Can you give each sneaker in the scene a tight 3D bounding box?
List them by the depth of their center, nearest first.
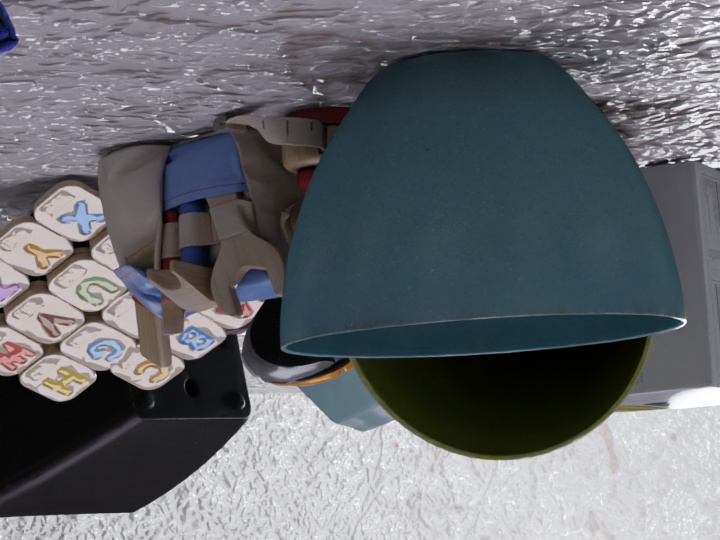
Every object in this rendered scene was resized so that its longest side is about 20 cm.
[{"bbox_3d":[0.000,0.000,1.311,0.200,0.078,0.077,-38,156,1],"label":"sneaker"}]

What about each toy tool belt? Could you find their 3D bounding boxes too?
[{"bbox_3d":[-0.066,-0.014,1.130,0.124,0.124,0.199,3,170,-43],"label":"toy tool belt"}]

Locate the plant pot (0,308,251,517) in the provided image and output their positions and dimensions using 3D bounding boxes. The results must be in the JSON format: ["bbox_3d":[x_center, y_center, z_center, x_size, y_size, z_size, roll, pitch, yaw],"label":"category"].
[{"bbox_3d":[-0.204,0.076,1.587,0.177,0.201,0.199,-23,162,36],"label":"plant pot"}]

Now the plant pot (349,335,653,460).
[{"bbox_3d":[0.101,-0.002,1.204,0.186,0.189,0.200,-6,-172,18],"label":"plant pot"}]

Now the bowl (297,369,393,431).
[{"bbox_3d":[0.029,0.047,1.459,0.200,0.106,0.201,-27,179,-1],"label":"bowl"}]

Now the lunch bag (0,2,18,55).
[{"bbox_3d":[-0.241,-0.079,0.770,0.199,0.095,0.150,-13,179,-37],"label":"lunch bag"}]

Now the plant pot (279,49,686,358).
[{"bbox_3d":[0.056,-0.033,0.984,0.199,0.136,0.200,-3,173,0],"label":"plant pot"}]

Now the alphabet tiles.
[{"bbox_3d":[-0.162,0.016,1.308,0.200,0.015,0.195,-36,137,21],"label":"alphabet tiles"}]

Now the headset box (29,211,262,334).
[{"bbox_3d":[-0.143,0.003,1.418,0.199,0.076,0.149,-1,171,-19],"label":"headset box"}]

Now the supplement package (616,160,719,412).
[{"bbox_3d":[0.203,0.018,1.397,0.151,0.152,0.200,-8,172,28],"label":"supplement package"}]
